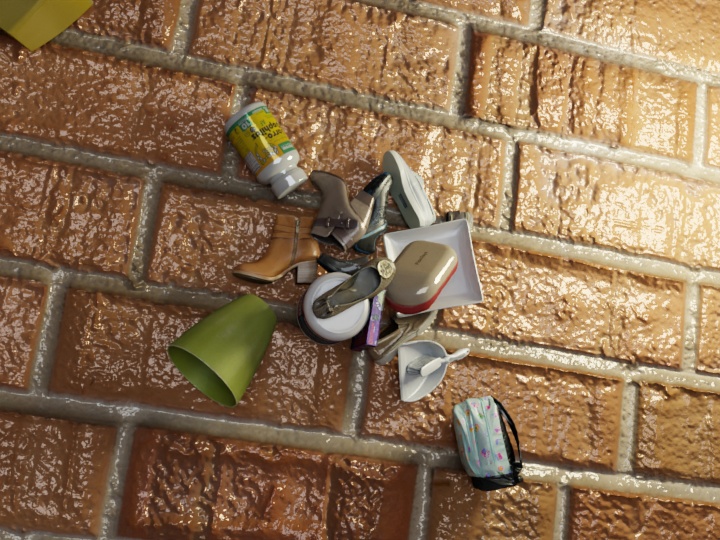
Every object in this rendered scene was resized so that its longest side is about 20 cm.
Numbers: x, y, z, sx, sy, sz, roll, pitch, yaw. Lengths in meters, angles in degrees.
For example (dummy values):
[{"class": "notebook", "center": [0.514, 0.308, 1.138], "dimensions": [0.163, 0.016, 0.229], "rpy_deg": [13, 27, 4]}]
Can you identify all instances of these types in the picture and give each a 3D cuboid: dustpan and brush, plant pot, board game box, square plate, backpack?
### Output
[{"class": "dustpan and brush", "center": [0.172, 0.209, 1.742], "dimensions": [0.199, 0.057, 0.141], "rpy_deg": [-20, 112, -45]}, {"class": "plant pot", "center": [-0.727, -0.593, 1.633], "dimensions": [0.199, 0.200, 0.177], "rpy_deg": [36, 88, -4]}, {"class": "plant pot", "center": [-0.273, 0.152, 1.621], "dimensions": [0.187, 0.187, 0.200], "rpy_deg": [41, 61, -3]}, {"class": "board game box", "center": [0.015, 0.110, 1.660], "dimensions": [0.032, 0.200, 0.121], "rpy_deg": [7, 79, -9]}, {"class": "square plate", "center": [0.164, -0.004, 1.740], "dimensions": [0.198, 0.028, 0.200], "rpy_deg": [-10, 75, 4]}, {"class": "backpack", "center": [0.276, 0.382, 1.698], "dimensions": [0.125, 0.167, 0.202], "rpy_deg": [-10, 77, -8]}]

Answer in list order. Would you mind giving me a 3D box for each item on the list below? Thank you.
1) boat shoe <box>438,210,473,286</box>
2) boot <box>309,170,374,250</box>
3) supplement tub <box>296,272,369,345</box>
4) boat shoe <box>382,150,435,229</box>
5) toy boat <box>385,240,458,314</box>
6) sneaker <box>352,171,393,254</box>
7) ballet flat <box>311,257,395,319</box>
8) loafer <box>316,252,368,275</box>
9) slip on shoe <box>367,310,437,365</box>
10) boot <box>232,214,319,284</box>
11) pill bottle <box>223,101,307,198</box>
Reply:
[{"class": "boat shoe", "center": [0.211, -0.048, 1.798], "dimensions": [0.073, 0.075, 0.202], "rpy_deg": [14, 70, 0]}, {"class": "boot", "center": [-0.068, -0.133, 1.716], "dimensions": [0.199, 0.070, 0.147], "rpy_deg": [25, 70, 26]}, {"class": "supplement tub", "center": [-0.064, 0.087, 1.647], "dimensions": [0.139, 0.200, 0.142], "rpy_deg": [2, 80, -11]}, {"class": "boat shoe", "center": [0.117, -0.193, 1.804], "dimensions": [0.071, 0.070, 0.202], "rpy_deg": [-21, 84, -33]}, {"class": "toy boat", "center": [0.130, 0.033, 1.661], "dimensions": [0.129, 0.132, 0.200], "rpy_deg": [13, 38, 26]}, {"class": "sneaker", "center": [0.030, -0.133, 1.777], "dimensions": [0.082, 0.073, 0.201], "rpy_deg": [31, 82, -22]}, {"class": "ballet flat", "center": [-0.010, 0.035, 1.538], "dimensions": [0.199, 0.046, 0.068], "rpy_deg": [-29, 88, -16]}, {"class": "loafer", "center": [0.000, 0.000, 1.710], "dimensions": [0.198, 0.073, 0.073], "rpy_deg": [24, 82, -3]}, {"class": "slip on shoe", "center": [0.094, 0.126, 1.737], "dimensions": [0.200, 0.076, 0.061], "rpy_deg": [-42, 112, -8]}, {"class": "boot", "center": [-0.187, -0.050, 1.705], "dimensions": [0.198, 0.077, 0.157], "rpy_deg": [1, 83, -14]}, {"class": "pill bottle", "center": [-0.208, -0.266, 1.718], "dimensions": [0.112, 0.113, 0.201], "rpy_deg": [-34, 89, -14]}]
